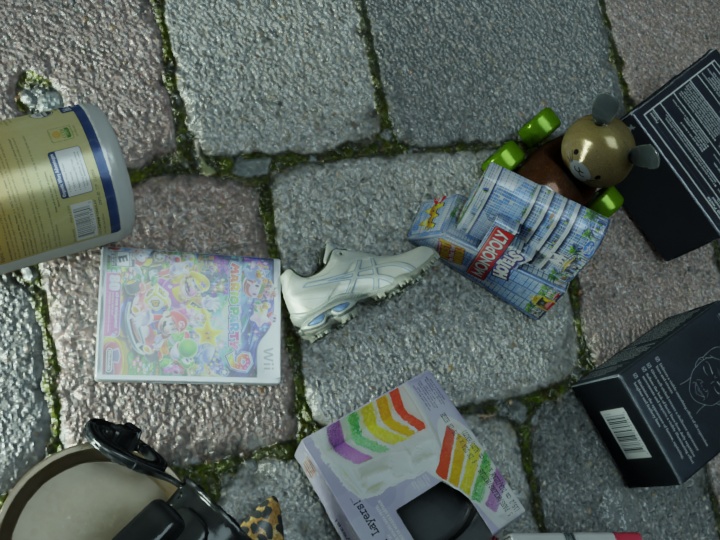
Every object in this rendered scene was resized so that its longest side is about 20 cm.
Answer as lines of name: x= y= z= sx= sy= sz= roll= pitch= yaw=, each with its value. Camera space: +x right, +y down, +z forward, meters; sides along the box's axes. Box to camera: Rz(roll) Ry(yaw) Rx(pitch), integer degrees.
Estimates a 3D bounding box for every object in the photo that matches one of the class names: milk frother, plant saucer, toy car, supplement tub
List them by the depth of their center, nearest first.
milk frother: x=-0.221 y=0.263 z=0.797 sx=0.188 sy=0.199 sz=0.181 roll=-45 pitch=133 yaw=-20
plant saucer: x=-0.258 y=0.271 z=0.855 sx=0.198 sy=0.029 sz=0.203 roll=5 pitch=75 yaw=-19
supplement tub: x=-0.338 y=-0.075 z=0.855 sx=0.198 sy=0.144 sz=0.146 roll=-18 pitch=83 yaw=-25
toy car: x=0.279 y=-0.134 z=1.077 sx=0.158 sy=0.200 sz=0.165 roll=-42 pitch=92 yaw=-25

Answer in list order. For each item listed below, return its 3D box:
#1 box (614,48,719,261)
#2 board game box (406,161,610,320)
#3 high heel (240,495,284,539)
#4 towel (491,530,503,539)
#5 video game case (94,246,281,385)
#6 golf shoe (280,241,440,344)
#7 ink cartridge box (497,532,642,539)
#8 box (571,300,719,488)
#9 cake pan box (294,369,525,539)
box: x=0.450 y=-0.157 z=1.191 sx=0.198 sy=0.123 sz=0.201 roll=-35 pitch=88 yaw=-26
board game box: x=0.163 y=-0.039 z=1.034 sx=0.198 sy=0.200 sz=0.062 roll=25 pitch=66 yaw=3
high heel: x=-0.101 y=0.317 z=0.840 sx=0.071 sy=0.142 sz=0.202 roll=23 pitch=69 yaw=-13
towel: x=0.073 y=0.326 z=0.950 sx=0.144 sy=0.023 sz=0.201 roll=37 pitch=51 yaw=-7
video game case: x=-0.184 y=0.051 z=0.949 sx=0.198 sy=0.018 sz=0.145 roll=4 pitch=74 yaw=-20
golf shoe: x=0.000 y=0.000 z=1.004 sx=0.199 sy=0.078 sz=0.098 roll=-26 pitch=82 yaw=-26
ink cartridge box: x=0.231 y=0.370 z=0.949 sx=0.198 sy=0.084 sz=0.146 roll=9 pitch=55 yaw=-29
box: x=0.396 y=0.155 z=1.094 sx=0.199 sy=0.107 sz=0.149 roll=-28 pitch=86 yaw=-24
cake pan box: x=0.054 y=0.233 z=0.942 sx=0.183 sy=0.052 sz=0.201 roll=-24 pitch=68 yaw=-25
